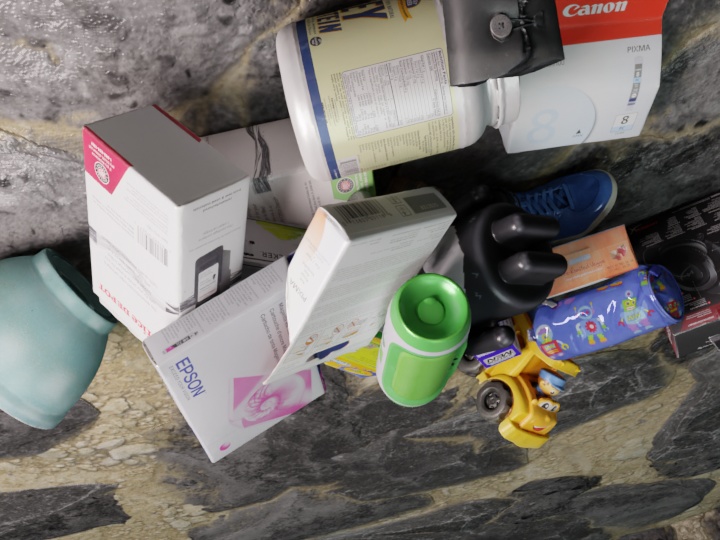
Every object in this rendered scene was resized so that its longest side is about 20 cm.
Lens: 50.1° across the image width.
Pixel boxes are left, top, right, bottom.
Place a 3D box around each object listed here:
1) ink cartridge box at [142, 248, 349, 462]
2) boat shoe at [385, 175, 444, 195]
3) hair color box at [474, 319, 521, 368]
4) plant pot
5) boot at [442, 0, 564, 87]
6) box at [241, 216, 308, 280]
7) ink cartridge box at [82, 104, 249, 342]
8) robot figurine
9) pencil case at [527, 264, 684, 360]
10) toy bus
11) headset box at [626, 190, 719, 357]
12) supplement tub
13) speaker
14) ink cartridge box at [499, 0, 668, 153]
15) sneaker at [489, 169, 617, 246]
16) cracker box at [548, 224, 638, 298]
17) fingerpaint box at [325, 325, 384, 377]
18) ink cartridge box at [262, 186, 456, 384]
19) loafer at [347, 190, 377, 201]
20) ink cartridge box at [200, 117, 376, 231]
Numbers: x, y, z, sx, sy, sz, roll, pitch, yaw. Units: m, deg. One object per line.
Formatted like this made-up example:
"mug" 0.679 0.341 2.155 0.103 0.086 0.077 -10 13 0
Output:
"ink cartridge box" -0.095 0.085 0.775 0.198 0.043 0.198 -31 143 -15
"boat shoe" 0.040 -0.049 0.955 0.067 0.072 0.201 29 146 1
"hair color box" 0.151 0.045 1.068 0.064 0.110 0.200 -26 142 19
"plant pot" -0.370 0.061 0.891 0.134 0.200 0.201 -41 143 -5
"boot" 0.064 -0.242 0.596 0.162 0.066 0.203 -11 106 -1
"box" -0.123 0.028 0.862 0.115 0.061 0.200 8 143 -28
"ink cartridge box" -0.187 -0.029 0.735 0.083 0.145 0.202 -31 146 -39
"robot figurine" 0.134 0.000 0.863 0.125 0.151 0.199 41 146 -15
"pencil case" 0.320 0.056 1.017 0.199 0.088 0.078 -27 -174 40
"toy bus" 0.260 0.134 1.156 0.192 0.202 0.135 -41 138 23
"headset box" 0.463 0.011 1.034 0.147 0.202 0.077 -23 144 14
"supplement tub" 0.034 -0.173 0.705 0.197 0.147 0.146 -14 145 2
"speaker" 0.064 0.080 0.821 0.087 0.090 0.201 -7 153 -7
"ink cartridge box" 0.236 -0.213 0.794 0.158 0.048 0.201 -8 146 -6
"sneaker" 0.211 -0.072 0.948 0.198 0.078 0.111 -25 156 28
"cracker box" 0.254 0.000 0.994 0.132 0.058 0.200 -18 175 -2
"fingerpaint box" -0.005 0.082 1.064 0.166 0.074 0.199 -16 150 42
"ink cartridge box" -0.011 0.013 0.750 0.161 0.050 0.201 -16 149 -46
"loafer" 0.000 0.000 0.846 0.069 0.076 0.201 5 140 -18
"ink cartridge box" -0.084 -0.084 0.844 0.197 0.085 0.146 -11 144 -1
